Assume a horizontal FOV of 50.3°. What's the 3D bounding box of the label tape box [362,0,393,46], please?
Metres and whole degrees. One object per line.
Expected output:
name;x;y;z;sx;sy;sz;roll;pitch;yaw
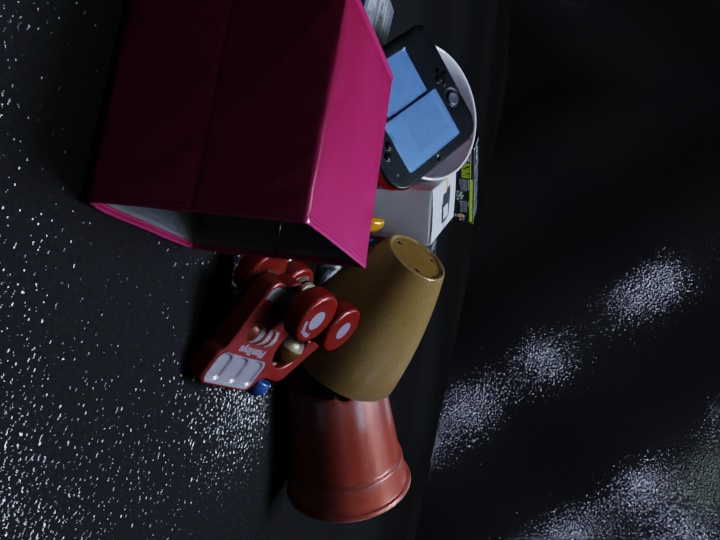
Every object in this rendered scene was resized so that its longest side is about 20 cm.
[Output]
label tape box;0.001;-0.339;1.125;0.200;0.063;0.144;46;54;-71

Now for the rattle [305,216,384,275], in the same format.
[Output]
rattle;-0.056;0.023;1.045;0.130;0.143;0.200;103;-2;-61

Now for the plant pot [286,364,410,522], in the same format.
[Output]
plant pot;-0.030;0.248;1.194;0.201;0.200;0.196;-52;139;-62

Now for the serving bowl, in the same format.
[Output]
serving bowl;0.078;-0.229;1.127;0.200;0.066;0.200;1;88;-39

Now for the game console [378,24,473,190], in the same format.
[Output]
game console;0.064;-0.223;1.055;0.200;0.031;0.177;-41;112;-32

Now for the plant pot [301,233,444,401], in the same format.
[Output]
plant pot;0.024;0.051;1.086;0.200;0.186;0.186;-54;180;29

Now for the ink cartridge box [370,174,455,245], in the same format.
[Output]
ink cartridge box;0.059;-0.107;1.179;0.200;0.145;0.083;-45;139;-68

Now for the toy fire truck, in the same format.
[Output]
toy fire truck;-0.104;0.074;0.920;0.168;0.112;0.200;-51;156;1

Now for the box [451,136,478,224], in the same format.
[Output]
box;0.140;-0.191;1.552;0.200;0.193;0.048;82;21;-46

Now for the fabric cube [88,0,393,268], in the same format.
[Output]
fabric cube;-0.094;-0.124;0.690;0.196;0.200;0.200;33;64;-73

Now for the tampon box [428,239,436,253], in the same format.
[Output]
tampon box;0.065;-0.056;1.473;0.200;0.126;0.150;-58;152;-55

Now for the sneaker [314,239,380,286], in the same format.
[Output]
sneaker;0.000;0.000;1.210;0.199;0.083;0.071;-25;133;-18
